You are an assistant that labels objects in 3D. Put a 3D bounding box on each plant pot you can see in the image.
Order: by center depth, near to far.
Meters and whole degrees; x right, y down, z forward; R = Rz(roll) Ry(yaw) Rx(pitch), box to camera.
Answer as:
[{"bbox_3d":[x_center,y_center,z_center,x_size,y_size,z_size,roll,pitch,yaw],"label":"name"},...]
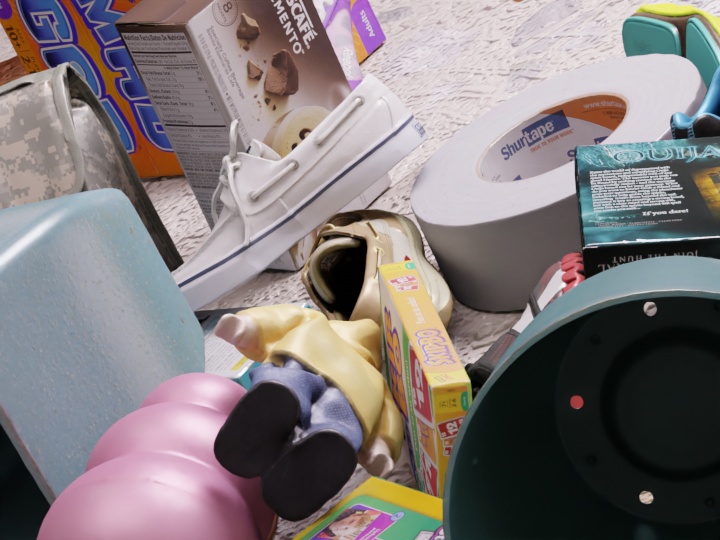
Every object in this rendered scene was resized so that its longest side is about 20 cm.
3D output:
[{"bbox_3d":[0.144,0.084,1.194,0.200,0.201,0.161,-22,11,13],"label":"plant pot"},{"bbox_3d":[-0.208,0.055,1.593,0.196,0.196,0.200,-9,29,41],"label":"plant pot"}]

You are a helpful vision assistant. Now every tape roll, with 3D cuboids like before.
[{"bbox_3d":[0.133,-0.057,1.676,0.200,0.066,0.200,-24,23,11],"label":"tape roll"}]

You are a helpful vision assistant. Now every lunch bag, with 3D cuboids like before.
[{"bbox_3d":[-0.238,-0.033,1.872,0.163,0.201,0.118,-19,23,18],"label":"lunch bag"}]

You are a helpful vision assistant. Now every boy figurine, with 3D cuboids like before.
[{"bbox_3d":[-0.029,0.065,1.461,0.064,0.124,0.200,-48,5,15],"label":"boy figurine"}]

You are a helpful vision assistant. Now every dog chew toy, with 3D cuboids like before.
[{"bbox_3d":[-0.101,0.130,1.442,0.124,0.125,0.200,-18,28,23],"label":"dog chew toy"}]

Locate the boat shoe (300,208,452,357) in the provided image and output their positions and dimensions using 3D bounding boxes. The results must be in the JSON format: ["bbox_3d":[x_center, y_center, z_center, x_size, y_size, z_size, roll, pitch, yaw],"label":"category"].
[{"bbox_3d":[0.000,0.000,1.669,0.074,0.066,0.200,-67,21,9],"label":"boat shoe"}]

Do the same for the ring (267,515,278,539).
[{"bbox_3d":[-0.140,0.173,1.546,0.200,0.019,0.201,-23,21,10],"label":"ring"}]

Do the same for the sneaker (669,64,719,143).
[{"bbox_3d":[0.260,-0.105,1.610,0.073,0.082,0.200,-2,33,47],"label":"sneaker"}]

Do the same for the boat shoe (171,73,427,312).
[{"bbox_3d":[-0.060,-0.056,1.701,0.202,0.086,0.075,-38,2,2],"label":"boat shoe"}]

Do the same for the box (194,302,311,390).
[{"bbox_3d":[-0.115,0.068,1.707,0.199,0.049,0.082,-5,31,44],"label":"box"}]

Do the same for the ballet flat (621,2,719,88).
[{"bbox_3d":[0.235,-0.145,1.764,0.067,0.067,0.200,-9,17,-13],"label":"ballet flat"}]

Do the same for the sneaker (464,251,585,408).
[{"bbox_3d":[0.100,0.054,1.459,0.098,0.071,0.201,-20,24,13],"label":"sneaker"}]

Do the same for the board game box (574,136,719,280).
[{"bbox_3d":[0.220,-0.038,1.487,0.199,0.028,0.135,-4,26,4],"label":"board game box"}]

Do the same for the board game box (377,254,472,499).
[{"bbox_3d":[0.036,0.067,1.470,0.030,0.096,0.200,-6,21,-4],"label":"board game box"}]

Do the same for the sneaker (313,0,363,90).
[{"bbox_3d":[-0.027,-0.146,2.025,0.080,0.088,0.200,-45,20,28],"label":"sneaker"}]

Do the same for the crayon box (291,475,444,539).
[{"bbox_3d":[-0.023,0.189,1.319,0.200,0.058,0.119,-37,24,-22],"label":"crayon box"}]

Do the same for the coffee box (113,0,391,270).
[{"bbox_3d":[-0.073,-0.115,1.854,0.080,0.201,0.113,4,37,45],"label":"coffee box"}]

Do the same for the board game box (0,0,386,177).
[{"bbox_3d":[-0.143,-0.212,2.156,0.199,0.200,0.200,-3,32,45],"label":"board game box"}]
